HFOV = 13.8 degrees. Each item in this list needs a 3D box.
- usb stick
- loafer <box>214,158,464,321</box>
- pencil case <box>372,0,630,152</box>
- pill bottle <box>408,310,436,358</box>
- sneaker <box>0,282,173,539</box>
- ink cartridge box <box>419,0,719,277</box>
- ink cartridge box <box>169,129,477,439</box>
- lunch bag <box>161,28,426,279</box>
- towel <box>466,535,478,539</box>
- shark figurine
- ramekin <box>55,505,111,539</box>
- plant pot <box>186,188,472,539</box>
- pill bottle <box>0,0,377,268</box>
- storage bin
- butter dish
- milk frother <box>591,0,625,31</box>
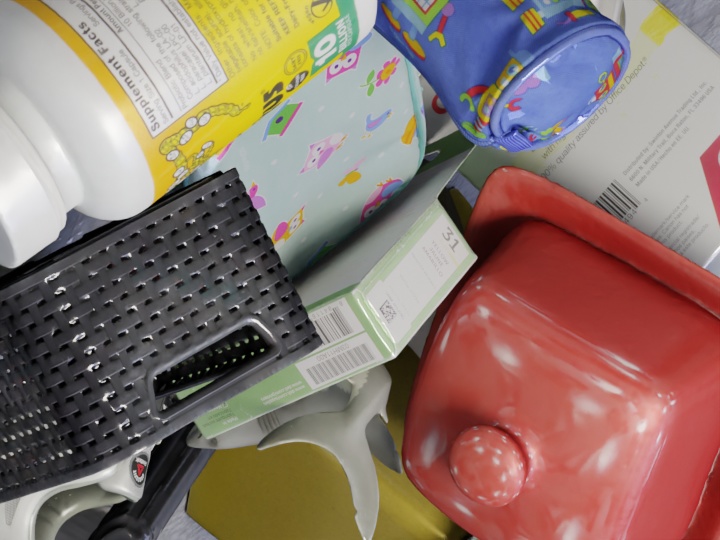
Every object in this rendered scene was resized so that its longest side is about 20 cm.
[{"bbox_3d":[-0.114,0.123,1.679,0.055,0.033,0.200,-47,-176,21],"label":"usb stick"},{"bbox_3d":[-0.017,0.011,1.706,0.200,0.067,0.076,-38,158,-18],"label":"loafer"},{"bbox_3d":[0.031,-0.134,1.359,0.087,0.200,0.078,-49,151,9],"label":"pencil case"},{"bbox_3d":[0.121,0.071,1.705,0.114,0.200,0.114,-42,168,-11],"label":"pill bottle"},{"bbox_3d":[-0.129,0.076,1.593,0.200,0.088,0.074,-48,157,3],"label":"sneaker"},{"bbox_3d":[0.141,-0.076,1.661,0.145,0.200,0.083,-48,162,8],"label":"ink cartridge box"},{"bbox_3d":[0.000,0.000,1.588,0.145,0.048,0.200,-26,-166,39],"label":"ink cartridge box"},{"bbox_3d":[-0.042,-0.074,1.495,0.160,0.077,0.200,-42,159,-14],"label":"lunch bag"},{"bbox_3d":[0.085,0.198,1.782,0.200,0.048,0.171,-18,149,-51],"label":"towel"},{"bbox_3d":[-0.004,0.082,1.600,0.128,0.090,0.214,-37,-166,-13],"label":"shark figurine"},{"bbox_3d":[-0.158,0.235,1.696,0.202,0.094,0.203,-16,113,-43],"label":"ramekin"},{"bbox_3d":[0.032,0.109,1.826,0.200,0.176,0.200,-34,155,-28],"label":"plant pot"},{"bbox_3d":[-0.099,-0.093,1.303,0.200,0.113,0.113,-39,158,-18],"label":"pill bottle"},{"bbox_3d":[-0.128,0.035,1.390,0.135,0.094,0.200,-30,-174,-32],"label":"storage bin"},{"bbox_3d":[0.097,0.080,1.561,0.148,0.199,0.201,-31,146,-54],"label":"butter dish"},{"bbox_3d":[0.135,-0.173,1.475,0.180,0.200,0.188,-41,159,-22],"label":"milk frother"}]
